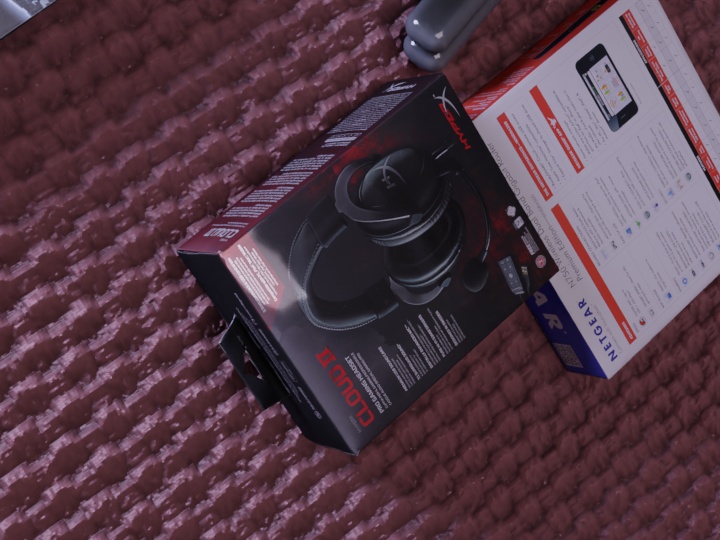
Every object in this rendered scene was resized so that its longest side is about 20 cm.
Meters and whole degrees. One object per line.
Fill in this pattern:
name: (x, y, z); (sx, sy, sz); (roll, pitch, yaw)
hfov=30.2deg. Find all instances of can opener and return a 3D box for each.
can opener: (0.087, -0.216, 0.859); (0.066, 0.053, 0.201); (31, 75, 11)

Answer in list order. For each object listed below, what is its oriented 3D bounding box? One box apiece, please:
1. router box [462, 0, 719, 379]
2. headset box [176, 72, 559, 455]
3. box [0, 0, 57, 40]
router box: (0.166, -0.062, 0.898); (0.179, 0.049, 0.201); (-39, 108, -19)
headset box: (0.000, 0.000, 0.804); (0.200, 0.077, 0.149); (-40, 108, -21)
box: (-0.227, -0.196, 0.701); (0.200, 0.043, 0.161); (-39, 108, -20)
